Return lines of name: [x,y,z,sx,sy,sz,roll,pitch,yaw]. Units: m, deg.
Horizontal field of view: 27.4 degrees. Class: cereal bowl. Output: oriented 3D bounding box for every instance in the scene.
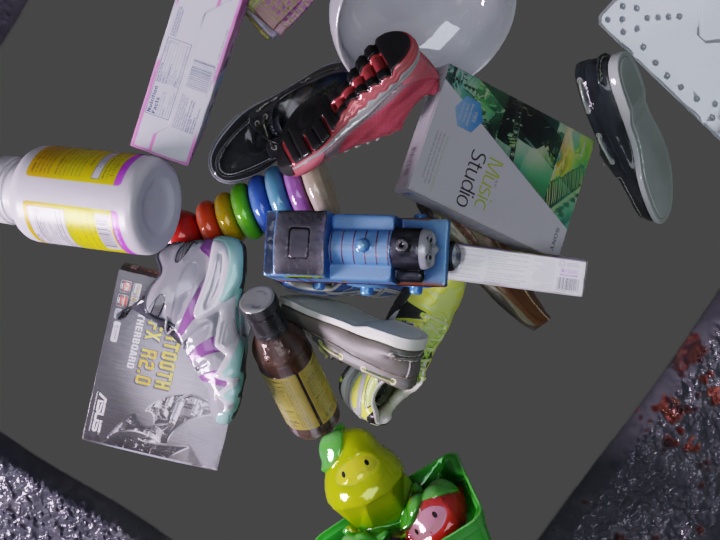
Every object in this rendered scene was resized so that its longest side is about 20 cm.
cereal bowl: [0.057,-0.285,1.548,0.199,0.083,0.201,-12,131,-14]

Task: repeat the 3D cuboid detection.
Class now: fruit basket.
fruit basket: [0.029,0.271,1.636,0.214,0.156,0.217,-4,115,-9]

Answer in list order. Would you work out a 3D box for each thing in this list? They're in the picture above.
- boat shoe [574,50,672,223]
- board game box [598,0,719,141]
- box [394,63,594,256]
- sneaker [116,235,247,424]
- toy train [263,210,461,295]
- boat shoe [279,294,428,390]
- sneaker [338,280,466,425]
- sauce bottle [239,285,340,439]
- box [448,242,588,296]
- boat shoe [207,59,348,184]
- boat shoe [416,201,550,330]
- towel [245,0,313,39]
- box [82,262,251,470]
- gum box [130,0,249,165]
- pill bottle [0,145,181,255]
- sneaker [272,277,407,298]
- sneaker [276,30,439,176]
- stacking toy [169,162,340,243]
boat shoe: [0.288,-0.142,1.607,0.060,0.076,0.201,-4,113,37]
board game box: [0.392,-0.277,1.602,0.200,0.026,0.200,42,96,-6]
box: [0.146,-0.112,1.570,0.199,0.036,0.145,24,78,-25]
sneaker: [-0.192,0.063,1.581,0.139,0.078,0.201,1,89,0]
toy train: [0.000,-0.020,1.505,0.199,0.114,0.087,3,87,16]
boat shoe: [-0.015,0.072,1.589,0.201,0.072,0.061,19,107,39]
sneaker: [0.059,0.086,1.621,0.075,0.076,0.200,23,107,-38]
sauce bottle: [-0.078,0.098,1.593,0.064,0.065,0.201,-18,131,2]
box: [0.139,-0.005,1.562,0.199,0.039,0.042,7,94,7]
boat shoe: [-0.081,-0.159,1.594,0.199,0.066,0.070,-30,98,4]
boat shoe: [0.146,-0.024,1.617,0.074,0.076,0.200,-40,98,2]
towel: [-0.077,-0.364,1.584,0.144,0.023,0.200,44,95,-6]
box: [-0.211,0.107,1.645,0.158,0.048,0.201,14,99,-3]
gum box: [-0.176,-0.213,1.548,0.066,0.114,0.201,20,106,-5]
pill bottle: [-0.297,-0.077,1.563,0.199,0.104,0.105,8,100,24]
sneaker: [0.000,0.000,1.617,0.199,0.077,0.076,-7,98,-1]
sneaker: [0.001,-0.154,1.531,0.200,0.074,0.087,-39,132,19]
stacking toy: [-0.126,-0.060,1.609,0.199,0.085,0.086,-20,99,8]
